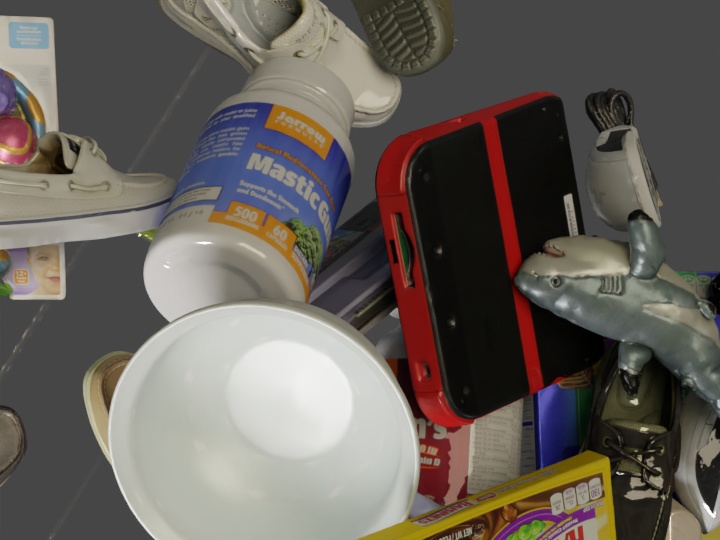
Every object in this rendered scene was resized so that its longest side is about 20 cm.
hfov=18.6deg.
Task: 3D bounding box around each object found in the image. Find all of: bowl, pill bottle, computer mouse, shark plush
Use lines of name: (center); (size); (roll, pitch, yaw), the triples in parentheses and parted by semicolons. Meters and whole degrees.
bowl: (-0.053, 0.097, 1.399); (0.200, 0.090, 0.202); (4, 112, 11)
pill bottle: (-0.067, -0.052, 1.499); (0.112, 0.112, 0.200); (32, 47, -14)
computer mouse: (0.187, -0.070, 1.591); (0.044, 0.200, 0.110); (-16, 96, 10)
computer mouse: (0.250, 0.086, 1.562); (0.044, 0.110, 0.201); (12, 86, -1)
pill bottle: (0.061, 0.102, 1.553); (0.109, 0.110, 0.201); (7, 80, -20)
shark plush: (0.195, 0.049, 1.501); (0.083, 0.091, 0.200); (-47, 106, -21)

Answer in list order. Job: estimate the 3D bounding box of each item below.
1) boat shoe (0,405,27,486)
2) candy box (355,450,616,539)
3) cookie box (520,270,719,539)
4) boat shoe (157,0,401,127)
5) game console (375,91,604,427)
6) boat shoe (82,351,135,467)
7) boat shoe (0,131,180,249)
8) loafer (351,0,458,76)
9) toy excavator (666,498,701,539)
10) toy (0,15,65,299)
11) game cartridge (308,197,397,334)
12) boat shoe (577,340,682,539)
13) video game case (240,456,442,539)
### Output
boat shoe: (-0.305, 0.142, 1.427); (0.199, 0.073, 0.075); (-24, 91, -22)
candy box: (0.085, 0.191, 1.393); (0.199, 0.026, 0.103); (-16, 109, -36)
cookie box: (0.189, 0.103, 1.620); (0.170, 0.075, 0.201); (1, 82, -22)
boat shoe: (-0.051, -0.167, 1.571); (0.199, 0.069, 0.071); (28, 71, -16)
game console: (0.090, -0.008, 1.491); (0.177, 0.031, 0.201); (-22, 106, -43)
boat shoe: (-0.116, 0.140, 1.503); (0.074, 0.066, 0.200); (-37, 97, -22)
boat shoe: (-0.194, -0.058, 1.468); (0.200, 0.071, 0.070); (-9, 103, -45)
loafer: (0.018, -0.233, 1.616); (0.075, 0.070, 0.201); (-20, 79, 22)
toy excavator: (0.129, 0.243, 1.523); (0.194, 0.100, 0.201); (12, 106, -31)
toy: (-0.256, -0.081, 1.492); (0.115, 0.047, 0.201); (0, 83, -23)
game cartridge: (0.000, 0.000, 1.535); (0.200, 0.129, 0.038); (-39, 114, -22)
boat shoe: (0.184, 0.120, 1.511); (0.071, 0.066, 0.202); (9, 58, 5)
video game case: (-0.009, 0.235, 1.440); (0.181, 0.045, 0.200); (28, 72, 10)
